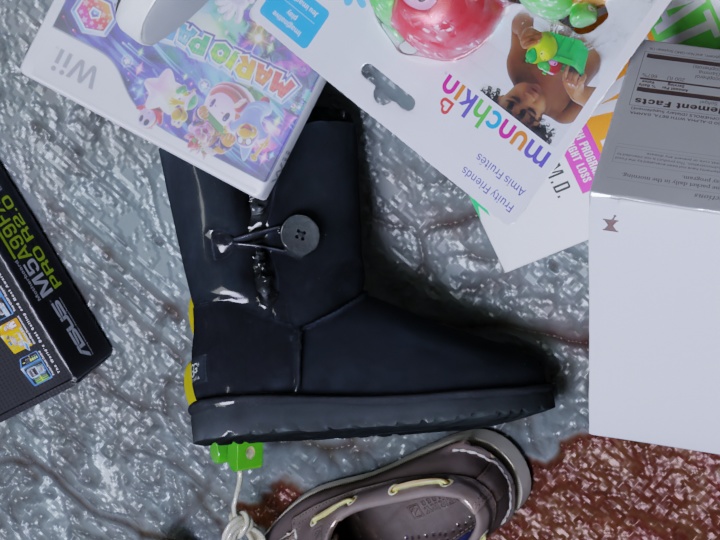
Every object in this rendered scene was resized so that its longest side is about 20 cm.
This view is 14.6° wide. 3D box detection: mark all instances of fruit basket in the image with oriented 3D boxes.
[{"bbox_3d":[0.058,-0.153,1.294,0.185,0.094,0.200,41,97,27],"label":"fruit basket"}]

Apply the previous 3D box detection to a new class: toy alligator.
[{"bbox_3d":[-0.068,0.061,1.518,0.054,0.059,0.201,44,135,53],"label":"toy alligator"}]

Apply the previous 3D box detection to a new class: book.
[{"bbox_3d":[0.127,-0.095,1.361,0.200,0.048,0.134,-23,97,35],"label":"book"}]

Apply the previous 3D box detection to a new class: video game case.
[{"bbox_3d":[-0.063,-0.155,1.386,0.143,0.018,0.201,28,93,13],"label":"video game case"}]

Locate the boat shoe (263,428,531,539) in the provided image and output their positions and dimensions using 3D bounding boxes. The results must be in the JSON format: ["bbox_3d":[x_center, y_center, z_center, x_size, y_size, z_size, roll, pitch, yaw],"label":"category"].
[{"bbox_3d":[0.002,0.149,1.515,0.200,0.060,0.072,-29,97,33],"label":"boat shoe"}]

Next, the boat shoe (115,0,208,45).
[{"bbox_3d":[-0.069,-0.203,1.349,0.064,0.071,0.200,31,86,12],"label":"boat shoe"}]

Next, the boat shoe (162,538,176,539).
[{"bbox_3d":[-0.089,0.248,1.597,0.064,0.071,0.201,-17,104,30],"label":"boat shoe"}]

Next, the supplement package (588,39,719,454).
[{"bbox_3d":[0.210,0.000,1.274,0.199,0.111,0.156,9,135,14],"label":"supplement package"}]

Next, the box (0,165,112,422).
[{"bbox_3d":[-0.254,0.000,1.587,0.160,0.044,0.201,-25,99,32],"label":"box"}]

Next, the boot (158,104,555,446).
[{"bbox_3d":[0.000,0.000,1.431,0.076,0.199,0.169,152,115,-72],"label":"boot"}]
